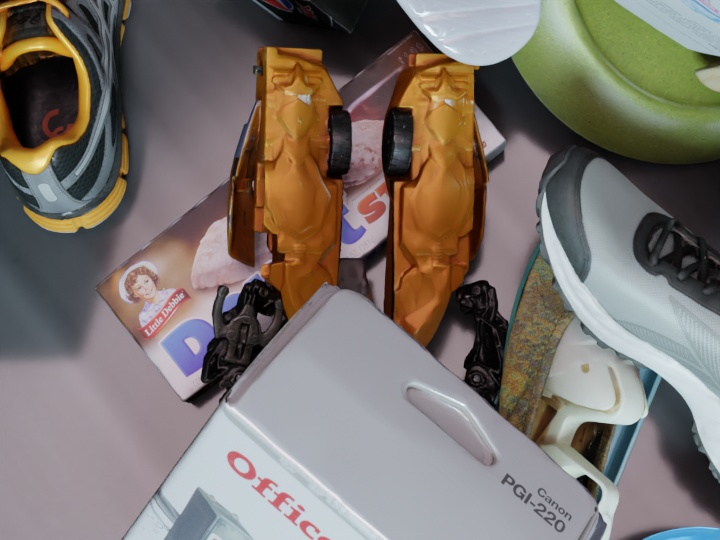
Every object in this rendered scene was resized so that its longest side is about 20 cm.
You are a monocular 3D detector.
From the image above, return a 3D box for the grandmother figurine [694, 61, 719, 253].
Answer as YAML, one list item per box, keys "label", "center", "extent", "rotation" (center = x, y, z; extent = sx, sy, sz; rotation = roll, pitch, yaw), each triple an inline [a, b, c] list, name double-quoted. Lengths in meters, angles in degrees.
- label: "grandmother figurine"
  center: [0.221, -0.007, 0.741]
  extent: [0.121, 0.061, 0.201]
  rotation: [-15, 97, 14]

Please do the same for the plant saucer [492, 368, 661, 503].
- label: "plant saucer"
  center: [0.095, 0.073, 0.775]
  extent: [0.070, 0.019, 0.201]
  rotation: [23, 84, 7]

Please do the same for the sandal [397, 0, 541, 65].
- label: "sandal"
  center: [0.007, -0.182, 0.724]
  extent: [0.079, 0.059, 0.207]
  rotation: [-30, 101, -2]

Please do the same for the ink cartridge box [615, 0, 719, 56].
- label: "ink cartridge box"
  center: [0.191, -0.155, 0.638]
  extent: [0.085, 0.200, 0.148]
  rotation: [26, 91, -31]

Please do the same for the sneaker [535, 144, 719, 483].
- label: "sneaker"
  center: [0.155, 0.019, 0.704]
  extent: [0.200, 0.079, 0.074]
  rotation: [46, 42, -7]

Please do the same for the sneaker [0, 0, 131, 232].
- label: "sneaker"
  center: [-0.152, -0.123, 0.793]
  extent: [0.078, 0.077, 0.201]
  rotation: [-12, 79, 3]

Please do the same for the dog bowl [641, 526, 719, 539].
- label: "dog bowl"
  center: [0.195, 0.174, 0.737]
  extent: [0.199, 0.050, 0.112]
  rotation: [3, 81, 4]

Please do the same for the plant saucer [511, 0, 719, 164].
- label: "plant saucer"
  center: [0.157, -0.148, 0.758]
  extent: [0.199, 0.031, 0.201]
  rotation: [-2, 99, -14]

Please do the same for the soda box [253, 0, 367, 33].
- label: "soda box"
  center: [0.000, -0.220, 0.791]
  extent: [0.063, 0.071, 0.201]
  rotation: [19, 79, 49]

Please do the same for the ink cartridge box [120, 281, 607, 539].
- label: "ink cartridge box"
  center: [-0.015, 0.120, 0.673]
  extent: [0.146, 0.200, 0.085]
  rotation: [40, 47, 3]

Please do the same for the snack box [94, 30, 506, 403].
- label: "snack box"
  center: [-0.028, -0.026, 0.794]
  extent: [0.200, 0.024, 0.072]
  rotation: [-39, 84, -3]

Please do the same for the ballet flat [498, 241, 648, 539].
- label: "ballet flat"
  center: [0.092, 0.076, 0.729]
  extent: [0.070, 0.071, 0.201]
  rotation: [17, 85, 6]

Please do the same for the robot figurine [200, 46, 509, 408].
- label: "robot figurine"
  center: [0.000, 0.000, 0.751]
  extent: [0.144, 0.058, 0.201]
  rotation: [1, 97, -10]
